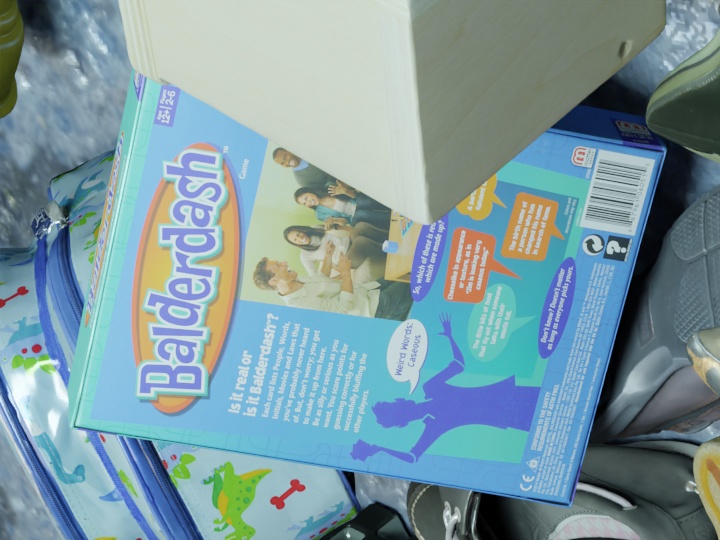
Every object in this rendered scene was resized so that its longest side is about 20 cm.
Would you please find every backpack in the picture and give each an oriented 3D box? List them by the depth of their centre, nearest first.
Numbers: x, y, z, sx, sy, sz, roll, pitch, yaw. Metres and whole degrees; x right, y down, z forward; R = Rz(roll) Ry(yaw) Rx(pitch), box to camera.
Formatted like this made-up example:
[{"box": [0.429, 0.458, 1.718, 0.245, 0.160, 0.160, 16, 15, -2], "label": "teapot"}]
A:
[{"box": [-0.081, 0.045, 1.223, 0.183, 0.147, 0.200, 64, 178, -13], "label": "backpack"}]

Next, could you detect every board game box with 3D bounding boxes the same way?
[{"box": [0.000, 0.000, 1.090, 0.045, 0.200, 0.152, -110, 32, -69], "label": "board game box"}]

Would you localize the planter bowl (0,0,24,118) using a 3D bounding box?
[{"box": [-0.212, -0.163, 1.285, 0.200, 0.200, 0.083, 44, 106, 13], "label": "planter bowl"}]

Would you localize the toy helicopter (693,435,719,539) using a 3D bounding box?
[{"box": [0.169, 0.156, 1.132, 0.132, 0.079, 0.200, 31, 140, 57], "label": "toy helicopter"}]

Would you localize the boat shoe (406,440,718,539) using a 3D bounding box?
[{"box": [0.077, 0.107, 1.240, 0.200, 0.057, 0.067, -8, 112, 50], "label": "boat shoe"}]

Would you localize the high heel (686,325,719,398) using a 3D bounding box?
[{"box": [0.182, 0.092, 1.050, 0.200, 0.071, 0.143, 24, 139, -12], "label": "high heel"}]

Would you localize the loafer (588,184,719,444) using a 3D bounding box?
[{"box": [0.142, 0.017, 1.095, 0.200, 0.063, 0.072, 139, 136, -57], "label": "loafer"}]

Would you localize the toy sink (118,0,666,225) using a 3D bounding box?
[{"box": [-0.011, -0.124, 0.991, 0.200, 0.130, 0.112, 30, 145, 31], "label": "toy sink"}]

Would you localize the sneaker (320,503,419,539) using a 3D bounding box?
[{"box": [0.042, 0.177, 1.327, 0.200, 0.074, 0.089, 26, 136, 46], "label": "sneaker"}]

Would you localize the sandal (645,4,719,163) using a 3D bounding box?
[{"box": [0.157, -0.083, 0.998, 0.080, 0.057, 0.201, 24, 155, 0], "label": "sandal"}]
